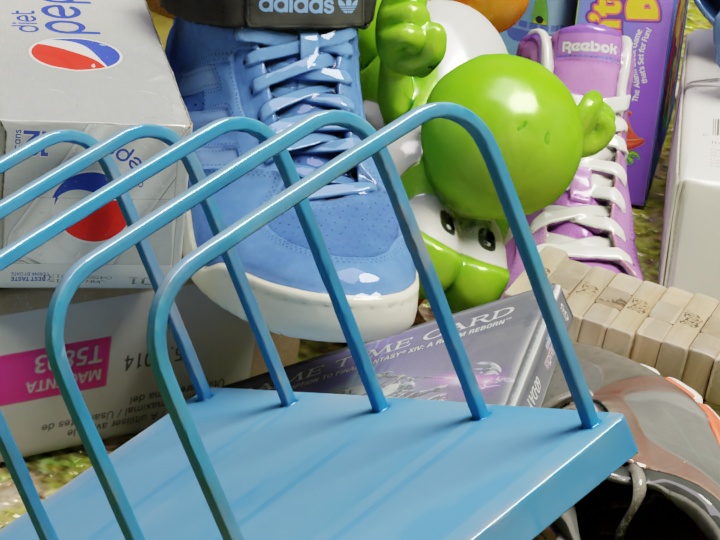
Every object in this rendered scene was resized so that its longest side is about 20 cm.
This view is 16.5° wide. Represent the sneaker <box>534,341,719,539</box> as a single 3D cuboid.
[{"bbox_3d":[0.081,0.066,0.802,0.082,0.077,0.200,39,4,-35],"label":"sneaker"}]

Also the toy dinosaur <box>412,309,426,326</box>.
[{"bbox_3d":[0.000,0.000,0.987,0.105,0.061,0.200,2,25,-12],"label":"toy dinosaur"}]

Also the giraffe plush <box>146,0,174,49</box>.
[{"bbox_3d":[-0.087,-0.154,1.203,0.172,0.201,0.162,16,43,32],"label":"giraffe plush"}]

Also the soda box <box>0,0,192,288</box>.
[{"bbox_3d":[-0.110,-0.062,0.912,0.068,0.064,0.200,1,25,-14],"label":"soda box"}]

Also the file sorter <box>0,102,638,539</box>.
[{"bbox_3d":[-0.051,0.031,0.720,0.139,0.123,0.199,-35,22,-35],"label":"file sorter"}]

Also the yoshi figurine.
[{"bbox_3d":[0.043,-0.071,0.953,0.112,0.112,0.201,-6,42,1],"label":"yoshi figurine"}]

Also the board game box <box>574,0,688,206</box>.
[{"bbox_3d":[0.134,-0.150,1.176,0.044,0.201,0.135,9,24,9],"label":"board game box"}]

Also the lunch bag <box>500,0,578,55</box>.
[{"bbox_3d":[0.083,-0.156,1.237,0.093,0.152,0.200,13,25,16],"label":"lunch bag"}]

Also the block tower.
[{"bbox_3d":[0.147,0.052,0.901,0.199,0.058,0.054,19,24,14],"label":"block tower"}]

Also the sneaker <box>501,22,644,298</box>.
[{"bbox_3d":[0.084,-0.039,1.028,0.072,0.115,0.201,5,25,-6],"label":"sneaker"}]

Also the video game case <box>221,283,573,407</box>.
[{"bbox_3d":[-0.013,0.069,0.801,0.142,0.019,0.200,-18,17,21],"label":"video game case"}]

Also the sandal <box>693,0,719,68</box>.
[{"bbox_3d":[0.186,-0.130,1.098,0.086,0.080,0.200,0,22,-5],"label":"sandal"}]

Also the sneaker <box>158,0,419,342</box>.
[{"bbox_3d":[-0.026,-0.061,0.877,0.076,0.112,0.200,1,26,-17],"label":"sneaker"}]

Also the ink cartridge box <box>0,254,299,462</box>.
[{"bbox_3d":[-0.145,0.001,0.931,0.199,0.076,0.165,-9,30,-33],"label":"ink cartridge box"}]

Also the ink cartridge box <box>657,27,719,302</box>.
[{"bbox_3d":[0.204,-0.029,1.068,0.145,0.083,0.200,8,24,6],"label":"ink cartridge box"}]
